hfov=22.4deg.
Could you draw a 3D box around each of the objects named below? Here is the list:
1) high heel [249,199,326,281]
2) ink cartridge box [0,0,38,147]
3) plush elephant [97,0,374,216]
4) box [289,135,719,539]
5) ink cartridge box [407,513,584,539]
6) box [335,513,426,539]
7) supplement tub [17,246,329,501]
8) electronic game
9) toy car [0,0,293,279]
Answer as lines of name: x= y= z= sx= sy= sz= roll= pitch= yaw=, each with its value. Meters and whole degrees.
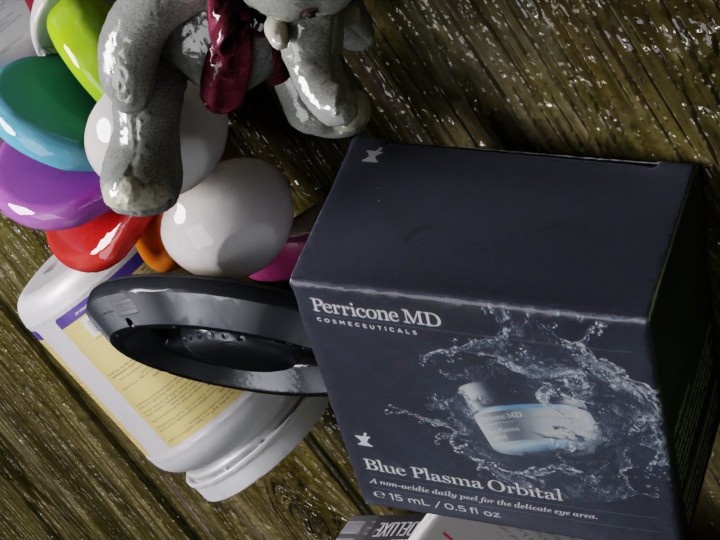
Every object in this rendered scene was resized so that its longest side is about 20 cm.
high heel: x=0.000 y=0.000 z=1.144 sx=0.096 sy=0.067 sz=0.200 roll=58 pitch=146 yaw=-7
ink cartridge box: x=-0.264 y=-0.156 z=1.177 sx=0.199 sy=0.148 sz=0.086 roll=23 pitch=144 yaw=32
plush elephant: x=-0.043 y=-0.132 z=0.907 sx=0.155 sy=0.164 sz=0.201 roll=14 pitch=115 yaw=56
box: x=0.087 y=0.041 z=1.001 sx=0.196 sy=0.118 sz=0.200 roll=6 pitch=138 yaw=22
ink cartridge box: x=0.096 y=0.176 z=1.134 sx=0.117 sy=0.200 sz=0.067 roll=40 pitch=151 yaw=3
box: x=0.088 y=0.273 z=1.408 sx=0.157 sy=0.050 sz=0.200 roll=-8 pitch=125 yaw=41
supplement tub: x=-0.130 y=0.051 z=1.297 sx=0.200 sy=0.145 sz=0.145 roll=49 pitch=150 yaw=-14
electronic game: x=-0.073 y=0.039 z=1.136 sx=0.199 sy=0.042 sz=0.200 roll=8 pitch=164 yaw=2
toy car: x=-0.146 y=-0.073 z=1.079 sx=0.175 sy=0.150 sz=0.200 roll=59 pitch=-176 yaw=40
